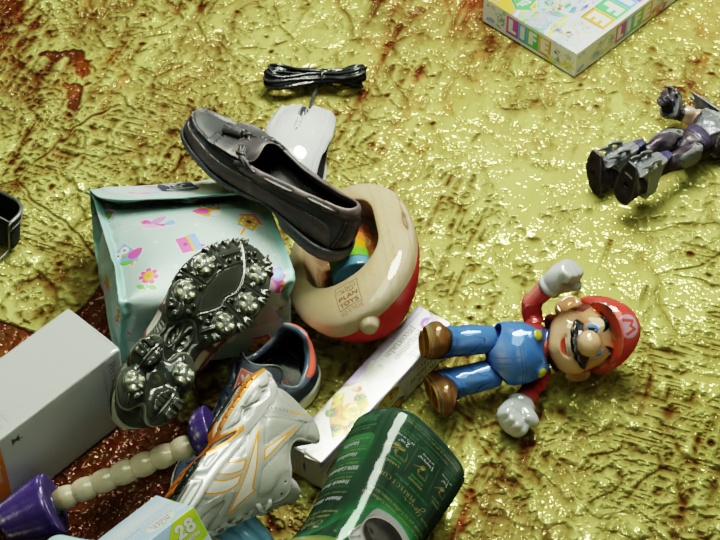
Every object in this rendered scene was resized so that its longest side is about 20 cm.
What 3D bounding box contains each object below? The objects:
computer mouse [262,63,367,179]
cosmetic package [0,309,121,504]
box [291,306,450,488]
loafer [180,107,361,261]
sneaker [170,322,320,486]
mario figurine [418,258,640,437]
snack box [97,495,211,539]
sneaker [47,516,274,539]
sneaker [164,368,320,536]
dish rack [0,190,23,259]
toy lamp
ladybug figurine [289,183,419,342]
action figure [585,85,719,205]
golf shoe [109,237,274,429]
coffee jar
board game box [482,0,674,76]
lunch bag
[{"bbox_3d":[-0.058,-0.148,1.886,0.109,0.044,0.201,6,48,5],"label":"computer mouse"},{"bbox_3d":[-0.299,0.137,1.592,0.071,0.102,0.200,34,57,27],"label":"cosmetic package"},{"bbox_3d":[0.010,0.112,1.651,0.039,0.042,0.200,29,53,24],"label":"box"},{"bbox_3d":[-0.077,-0.092,1.674,0.200,0.063,0.072,40,44,13],"label":"loafer"},{"bbox_3d":[-0.104,0.124,1.611,0.075,0.085,0.200,21,51,18],"label":"sneaker"},{"bbox_3d":[0.157,0.068,1.637,0.199,0.124,0.106,-12,44,-11],"label":"mario figurine"},{"bbox_3d":[-0.158,0.300,1.377,0.168,0.201,0.068,-37,21,-28],"label":"snack box"},{"bbox_3d":[-0.161,0.233,1.520,0.199,0.080,0.131,19,52,4],"label":"sneaker"},{"bbox_3d":[-0.098,0.178,1.480,0.092,0.076,0.200,37,64,-8],"label":"sneaker"},{"bbox_3d":[-0.434,-0.013,1.761,0.153,0.055,0.200,24,53,22],"label":"dish rack"},{"bbox_3d":[-0.213,0.176,1.556,0.199,0.058,0.058,-25,49,6],"label":"toy lamp"},{"bbox_3d":[0.000,0.000,1.713,0.135,0.072,0.200,-29,35,16],"label":"ladybug figurine"},{"bbox_3d":[0.326,-0.127,1.848,0.199,0.070,0.130,-25,43,-26],"label":"action figure"},{"bbox_3d":[-0.153,0.052,1.582,0.077,0.088,0.200,42,62,-7],"label":"golf shoe"},{"bbox_3d":[0.002,0.216,1.514,0.104,0.085,0.200,48,50,-18],"label":"coffee jar"},{"bbox_3d":[0.250,-0.305,2.031,0.134,0.034,0.200,36,57,28],"label":"board game box"},{"bbox_3d":[-0.161,-0.016,1.713,0.169,0.122,0.201,-6,47,-13],"label":"lunch bag"}]
